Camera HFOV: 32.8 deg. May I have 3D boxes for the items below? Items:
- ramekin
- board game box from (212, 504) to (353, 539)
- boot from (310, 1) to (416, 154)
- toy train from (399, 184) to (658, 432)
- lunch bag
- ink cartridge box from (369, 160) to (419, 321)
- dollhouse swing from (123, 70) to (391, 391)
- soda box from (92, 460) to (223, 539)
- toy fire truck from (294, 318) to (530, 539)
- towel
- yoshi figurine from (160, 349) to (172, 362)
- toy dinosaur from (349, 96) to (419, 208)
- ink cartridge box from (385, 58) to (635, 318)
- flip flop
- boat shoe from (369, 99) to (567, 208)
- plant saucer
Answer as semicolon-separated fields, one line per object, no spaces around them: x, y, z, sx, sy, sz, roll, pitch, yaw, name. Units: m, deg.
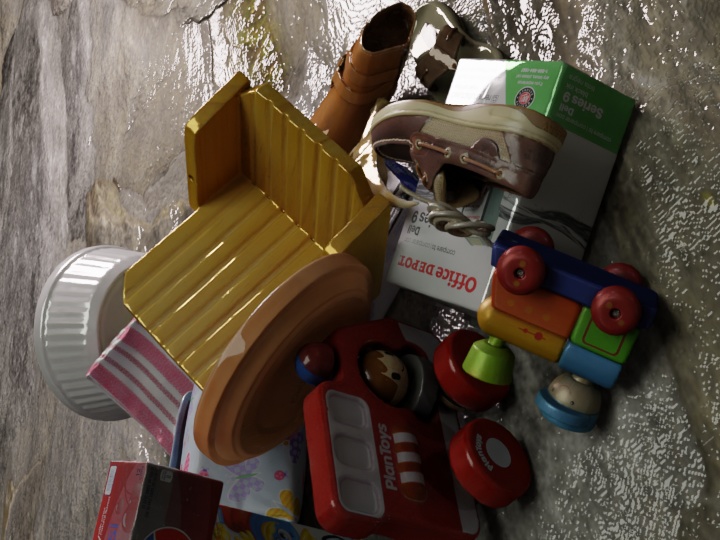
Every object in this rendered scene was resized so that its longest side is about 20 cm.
-0.263;0.071;1.396;0.093;0.201;0.205;-4;69;41;ramekin
-0.067;0.272;0.972;0.105;0.199;0.104;-50;37;26;board game box
-0.014;-0.155;1.168;0.201;0.073;0.155;-67;5;-36;boot
0.102;0.028;0.879;0.085;0.198;0.117;-42;-26;-71;toy train
-0.118;0.186;1.157;0.200;0.125;0.172;110;166;-64;lunch bag
0.000;0.000;1.166;0.201;0.044;0.094;-61;31;15;ink cartridge box
-0.108;-0.025;1.063;0.200;0.175;0.183;43;151;24;dollhouse swing
-0.160;0.242;0.875;0.063;0.070;0.202;-10;64;52;soda box
0.027;0.119;0.944;0.112;0.167;0.202;-42;41;35;toy fire truck
-0.173;0.086;1.271;0.200;0.146;0.030;-47;2;12;towel
-0.142;0.059;1.330;0.112;0.111;0.202;-40;-36;-73;yoshi figurine
0.006;-0.086;1.083;0.201;0.058;0.102;-94;22;-55;toy dinosaur
0.117;-0.060;0.985;0.145;0.083;0.202;17;88;58;ink cartridge box
0.078;-0.200;1.143;0.081;0.057;0.201;-55;35;23;flip flop
0.069;-0.083;0.927;0.199;0.072;0.073;10;81;51;boat shoe
-0.055;0.078;0.994;0.032;0.200;0.202;37;108;21;plant saucer
